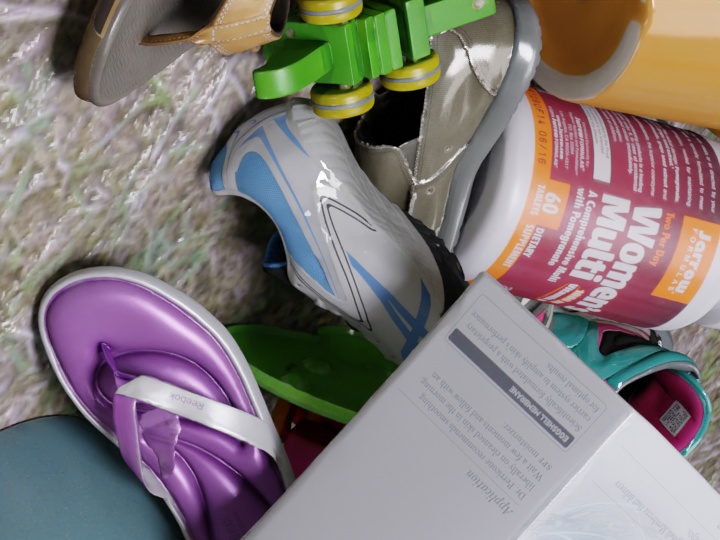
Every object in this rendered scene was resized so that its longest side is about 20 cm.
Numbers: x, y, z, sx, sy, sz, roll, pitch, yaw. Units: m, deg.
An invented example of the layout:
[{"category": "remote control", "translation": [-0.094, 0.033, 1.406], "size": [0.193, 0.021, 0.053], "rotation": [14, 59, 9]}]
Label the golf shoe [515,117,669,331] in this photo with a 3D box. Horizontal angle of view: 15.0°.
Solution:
[{"category": "golf shoe", "translation": [0.104, -0.031, 1.535], "size": [0.200, 0.077, 0.088], "rotation": [-49, 138, -19]}]

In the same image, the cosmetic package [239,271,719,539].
[{"category": "cosmetic package", "translation": [0.068, 0.145, 1.312], "size": [0.200, 0.123, 0.199], "rotation": [-47, 142, 1]}]

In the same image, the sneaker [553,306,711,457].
[{"category": "sneaker", "translation": [0.171, 0.069, 1.692], "size": [0.200, 0.121, 0.084], "rotation": [-1, 122, -56]}]

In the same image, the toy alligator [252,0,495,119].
[{"category": "toy alligator", "translation": [0.018, -0.124, 1.310], "size": [0.199, 0.054, 0.060], "rotation": [-25, 120, -31]}]

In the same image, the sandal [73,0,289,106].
[{"category": "sandal", "translation": [-0.046, -0.128, 1.215], "size": [0.200, 0.054, 0.082], "rotation": [-29, 145, -39]}]

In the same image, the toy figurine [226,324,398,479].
[{"category": "toy figurine", "translation": [-0.026, 0.136, 1.429], "size": [0.200, 0.149, 0.185], "rotation": [-40, 149, -77]}]

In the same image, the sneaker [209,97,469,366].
[{"category": "sneaker", "translation": [0.000, 0.000, 1.347], "size": [0.072, 0.072, 0.200], "rotation": [-28, 118, 21]}]

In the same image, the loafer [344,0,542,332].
[{"category": "loafer", "translation": [0.021, -0.060, 1.395], "size": [0.069, 0.075, 0.201], "rotation": [13, 116, -25]}]

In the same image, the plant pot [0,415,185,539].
[{"category": "plant pot", "translation": [-0.146, 0.192, 1.335], "size": [0.200, 0.135, 0.201], "rotation": [-37, 148, -28]}]

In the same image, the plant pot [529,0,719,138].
[{"category": "plant pot", "translation": [0.179, -0.155, 1.406], "size": [0.182, 0.200, 0.201], "rotation": [-6, 128, -34]}]

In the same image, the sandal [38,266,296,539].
[{"category": "sandal", "translation": [-0.078, 0.083, 1.292], "size": [0.082, 0.050, 0.203], "rotation": [-30, 113, 12]}]

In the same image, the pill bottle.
[{"category": "pill bottle", "translation": [0.137, -0.029, 1.460], "size": [0.199, 0.110, 0.110], "rotation": [14, 114, -26]}]
